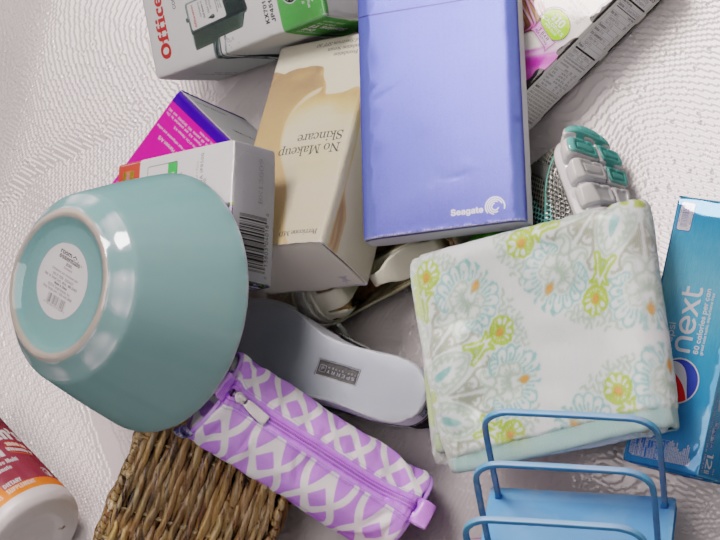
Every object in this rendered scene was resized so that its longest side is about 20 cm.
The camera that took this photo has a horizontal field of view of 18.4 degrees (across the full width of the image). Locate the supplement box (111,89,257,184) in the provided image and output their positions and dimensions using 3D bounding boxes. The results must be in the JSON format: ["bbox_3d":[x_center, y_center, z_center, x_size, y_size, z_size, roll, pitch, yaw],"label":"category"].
[{"bbox_3d":[-0.155,-0.034,1.868,0.103,0.101,0.200,45,103,30],"label":"supplement box"}]

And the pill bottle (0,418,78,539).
[{"bbox_3d":[-0.343,0.176,1.927,0.200,0.109,0.110,41,101,30],"label":"pill bottle"}]

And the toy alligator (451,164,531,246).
[{"bbox_3d":[0.085,0.006,1.719,0.059,0.054,0.201,34,115,61],"label":"toy alligator"}]

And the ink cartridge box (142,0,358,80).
[{"bbox_3d":[-0.090,-0.251,1.854,0.200,0.083,0.147,-16,83,39],"label":"ink cartridge box"}]

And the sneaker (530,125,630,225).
[{"bbox_3d":[0.170,-0.006,1.699,0.091,0.077,0.201,-31,61,39],"label":"sneaker"}]

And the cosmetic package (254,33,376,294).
[{"bbox_3d":[-0.030,-0.086,1.784,0.105,0.071,0.201,-7,56,34],"label":"cosmetic package"}]

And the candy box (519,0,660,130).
[{"bbox_3d":[0.132,-0.210,1.757,0.200,0.061,0.136,-45,63,12],"label":"candy box"}]

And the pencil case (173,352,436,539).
[{"bbox_3d":[-0.040,0.140,1.715,0.084,0.200,0.085,-63,13,-25],"label":"pencil case"}]

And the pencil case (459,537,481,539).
[{"bbox_3d":[0.064,0.250,1.686,0.199,0.087,0.088,-13,73,26],"label":"pencil case"}]

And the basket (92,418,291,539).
[{"bbox_3d":[-0.128,0.179,1.828,0.142,0.149,0.201,22,91,-1],"label":"basket"}]

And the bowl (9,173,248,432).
[{"bbox_3d":[-0.190,0.018,1.674,0.200,0.105,0.202,-9,77,41],"label":"bowl"}]

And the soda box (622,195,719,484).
[{"bbox_3d":[0.254,0.052,1.628,0.064,0.068,0.201,10,85,34],"label":"soda box"}]

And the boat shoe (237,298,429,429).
[{"bbox_3d":[-0.024,0.079,1.781,0.199,0.068,0.074,14,78,22],"label":"boat shoe"}]

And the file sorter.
[{"bbox_3d":[0.139,0.208,1.533,0.138,0.123,0.200,2,50,13],"label":"file sorter"}]

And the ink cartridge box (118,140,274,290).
[{"bbox_3d":[-0.155,-0.032,1.756,0.200,0.050,0.109,-9,75,41],"label":"ink cartridge box"}]

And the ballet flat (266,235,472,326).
[{"bbox_3d":[0.000,0.000,1.782,0.200,0.062,0.068,-29,106,22],"label":"ballet flat"}]

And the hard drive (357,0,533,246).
[{"bbox_3d":[0.064,-0.125,1.717,0.132,0.025,0.201,-7,75,20],"label":"hard drive"}]

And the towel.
[{"bbox_3d":[0.132,0.051,1.629,0.200,0.048,0.172,-14,78,30],"label":"towel"}]
